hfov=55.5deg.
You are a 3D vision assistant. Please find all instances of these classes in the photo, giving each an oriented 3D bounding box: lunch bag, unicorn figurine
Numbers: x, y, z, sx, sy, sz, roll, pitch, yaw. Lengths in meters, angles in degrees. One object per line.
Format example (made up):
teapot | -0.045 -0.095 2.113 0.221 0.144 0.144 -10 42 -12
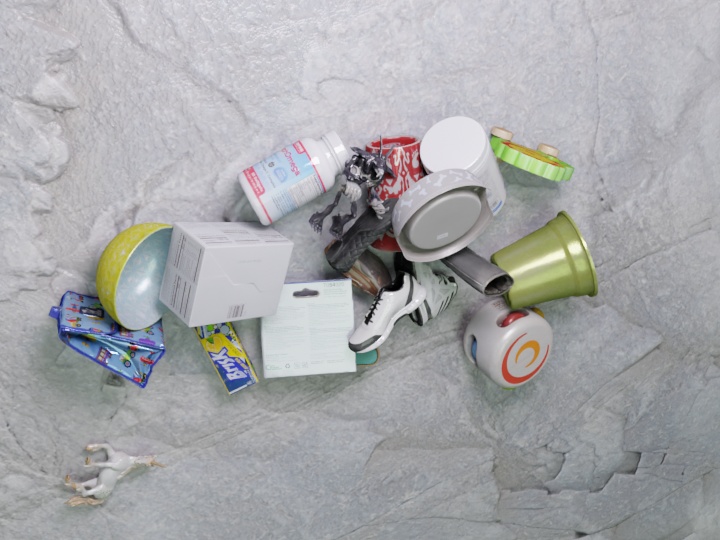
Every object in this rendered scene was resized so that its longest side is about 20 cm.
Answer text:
lunch bag | -0.471 0.111 1.253 0.199 0.151 0.094 26 104 -28
unicorn figurine | -0.525 0.422 1.438 0.200 0.074 0.137 -43 131 20

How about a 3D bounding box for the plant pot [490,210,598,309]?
plant pot | 0.393 -0.005 1.502 0.183 0.201 0.201 -21 121 3

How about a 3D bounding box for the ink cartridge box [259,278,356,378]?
ink cartridge box | -0.109 0.118 1.418 0.194 0.043 0.202 -3 98 -4

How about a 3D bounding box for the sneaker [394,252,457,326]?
sneaker | 0.146 0.012 1.489 0.115 0.076 0.202 -27 121 -23

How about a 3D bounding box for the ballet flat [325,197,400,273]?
ballet flat | 0.014 -0.069 1.303 0.057 0.067 0.200 31 123 -34

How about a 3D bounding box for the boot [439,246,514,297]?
boot | 0.230 -0.022 1.390 0.181 0.199 0.073 -19 123 -42

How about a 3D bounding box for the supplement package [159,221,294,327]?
supplement package | -0.246 0.002 1.263 0.199 0.111 0.157 -5 119 -47

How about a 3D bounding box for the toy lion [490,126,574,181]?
toy lion | 0.347 -0.219 1.367 0.198 0.192 0.069 12 110 -25

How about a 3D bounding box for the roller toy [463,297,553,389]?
roller toy | 0.337 0.160 1.577 0.182 0.140 0.201 28 98 -38

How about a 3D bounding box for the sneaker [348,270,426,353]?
sneaker | 0.042 0.082 1.390 0.200 0.074 0.080 -46 124 -10

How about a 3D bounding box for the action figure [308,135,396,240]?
action figure | -0.001 -0.140 1.231 0.118 0.102 0.200 23 116 -39

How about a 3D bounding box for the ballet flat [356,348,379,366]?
ballet flat | -0.058 0.180 1.484 0.198 0.063 0.069 6 93 -5

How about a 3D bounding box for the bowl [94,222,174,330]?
bowl | -0.411 -0.004 1.233 0.107 0.200 0.202 21 112 18

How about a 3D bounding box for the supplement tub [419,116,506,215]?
supplement tub | 0.203 -0.189 1.327 0.132 0.132 0.200 -39 146 2

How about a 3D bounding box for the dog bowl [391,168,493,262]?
dog bowl | 0.145 -0.101 1.235 0.198 0.059 0.201 -18 148 -12

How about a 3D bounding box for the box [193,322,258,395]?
box | -0.279 0.152 1.393 0.070 0.064 0.201 -24 120 -8

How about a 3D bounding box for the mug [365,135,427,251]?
mug | 0.078 -0.163 1.358 0.132 0.178 0.202 2 115 21

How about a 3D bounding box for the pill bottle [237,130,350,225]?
pill bottle | -0.119 -0.176 1.267 0.199 0.109 0.109 -30 121 -5

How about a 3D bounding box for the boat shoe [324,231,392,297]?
boat shoe | 0.000 0.000 1.425 0.071 0.076 0.200 -23 124 29
